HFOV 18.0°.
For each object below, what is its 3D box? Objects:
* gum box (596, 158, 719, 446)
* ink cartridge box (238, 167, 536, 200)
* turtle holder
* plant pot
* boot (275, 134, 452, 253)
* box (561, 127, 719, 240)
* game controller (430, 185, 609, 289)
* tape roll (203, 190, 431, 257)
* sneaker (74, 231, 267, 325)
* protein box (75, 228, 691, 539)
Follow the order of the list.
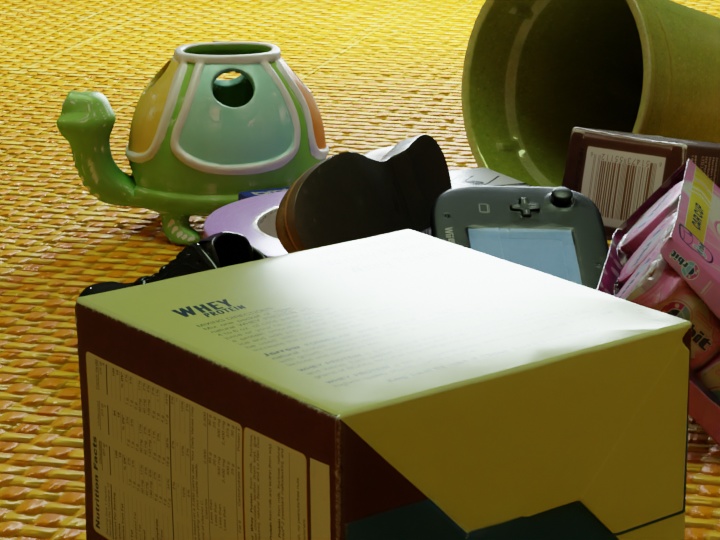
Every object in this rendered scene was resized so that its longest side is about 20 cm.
[{"bbox_3d":[0.196,0.019,1.267,0.113,0.066,0.200,44,18,-3],"label":"gum box"},{"bbox_3d":[0.022,-0.037,1.614,0.199,0.044,0.094,-7,15,-24],"label":"ink cartridge box"},{"bbox_3d":[-0.116,-0.100,1.677,0.185,0.132,0.141,5,17,17],"label":"turtle holder"},{"bbox_3d":[0.212,-0.139,1.765,0.184,0.201,0.200,2,11,-40],"label":"plant pot"},{"bbox_3d":[-0.013,-0.033,1.349,0.075,0.074,0.200,-13,5,24],"label":"boot"},{"bbox_3d":[0.238,-0.051,1.548,0.100,0.075,0.200,12,6,43],"label":"box"},{"bbox_3d":[0.096,0.016,1.306,0.104,0.042,0.200,8,37,-10],"label":"game controller"},{"bbox_3d":[0.000,0.000,1.446,0.199,0.066,0.200,-1,15,0],"label":"tape roll"},{"bbox_3d":[-0.090,0.014,1.346,0.199,0.088,0.076,13,20,39],"label":"sneaker"},{"bbox_3d":[0.008,0.081,1.018,0.198,0.136,0.200,-12,20,-36],"label":"protein box"}]
